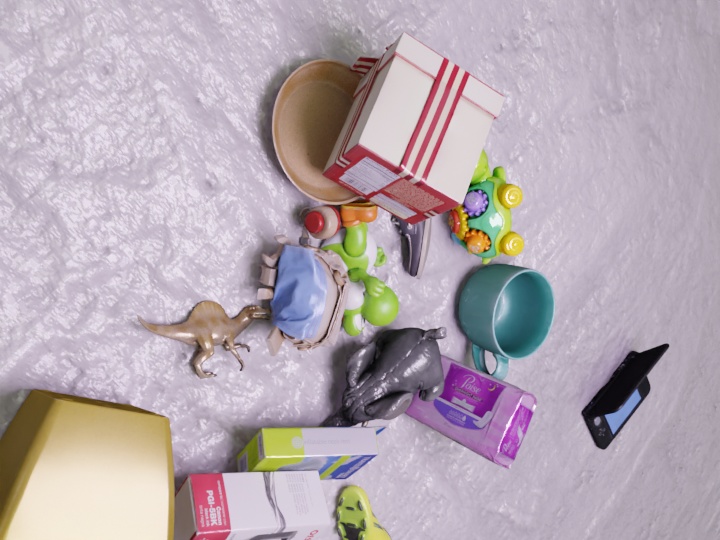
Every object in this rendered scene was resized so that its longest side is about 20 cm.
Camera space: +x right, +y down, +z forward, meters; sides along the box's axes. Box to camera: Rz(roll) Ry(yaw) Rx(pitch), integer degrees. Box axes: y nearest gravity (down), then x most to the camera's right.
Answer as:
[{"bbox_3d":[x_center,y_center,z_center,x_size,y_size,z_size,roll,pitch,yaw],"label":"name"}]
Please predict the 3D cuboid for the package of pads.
[{"bbox_3d":[0.177,0.221,1.103,0.075,0.198,0.122,35,79,-45],"label":"package of pads"}]

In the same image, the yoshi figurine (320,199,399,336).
[{"bbox_3d":[0.015,-0.001,1.018,0.111,0.111,0.204,-10,106,-38],"label":"yoshi figurine"}]

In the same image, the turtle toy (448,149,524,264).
[{"bbox_3d":[0.194,-0.109,1.111,0.099,0.146,0.204,-7,102,-10],"label":"turtle toy"}]

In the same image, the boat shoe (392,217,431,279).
[{"bbox_3d":[0.084,-0.088,1.089,0.062,0.073,0.204,5,104,9],"label":"boat shoe"}]

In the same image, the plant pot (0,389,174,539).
[{"bbox_3d":[-0.325,0.241,0.786,0.198,0.199,0.180,19,77,-34],"label":"plant pot"}]

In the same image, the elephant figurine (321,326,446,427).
[{"bbox_3d":[0.030,0.179,1.032,0.198,0.141,0.158,-29,118,-30],"label":"elephant figurine"}]

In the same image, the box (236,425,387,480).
[{"bbox_3d":[-0.067,0.267,0.984,0.197,0.122,0.048,6,55,-27],"label":"box"}]

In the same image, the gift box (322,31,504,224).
[{"bbox_3d":[0.059,-0.193,0.924,0.183,0.199,0.189,28,76,-20],"label":"gift box"}]

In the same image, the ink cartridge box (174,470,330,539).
[{"bbox_3d":[-0.161,0.348,0.929,0.197,0.084,0.147,9,132,-34],"label":"ink cartridge box"}]

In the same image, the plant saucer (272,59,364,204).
[{"bbox_3d":[-0.047,-0.197,0.977,0.197,0.035,0.204,-2,93,-35],"label":"plant saucer"}]

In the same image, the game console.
[{"bbox_3d":[0.573,0.269,1.424,0.200,0.116,0.177,-41,117,-21],"label":"game console"}]

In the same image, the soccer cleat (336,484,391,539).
[{"bbox_3d":[0.013,0.436,1.123,0.084,0.064,0.203,-37,116,-56],"label":"soccer cleat"}]

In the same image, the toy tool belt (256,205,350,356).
[{"bbox_3d":[-0.082,0.011,0.933,0.122,0.123,0.204,-5,101,-55],"label":"toy tool belt"}]

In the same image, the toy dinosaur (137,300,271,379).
[{"bbox_3d":[-0.213,0.093,0.921,0.198,0.058,0.103,-5,86,-41],"label":"toy dinosaur"}]

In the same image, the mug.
[{"bbox_3d":[0.234,0.076,1.169,0.185,0.114,0.153,-43,119,-19],"label":"mug"}]
